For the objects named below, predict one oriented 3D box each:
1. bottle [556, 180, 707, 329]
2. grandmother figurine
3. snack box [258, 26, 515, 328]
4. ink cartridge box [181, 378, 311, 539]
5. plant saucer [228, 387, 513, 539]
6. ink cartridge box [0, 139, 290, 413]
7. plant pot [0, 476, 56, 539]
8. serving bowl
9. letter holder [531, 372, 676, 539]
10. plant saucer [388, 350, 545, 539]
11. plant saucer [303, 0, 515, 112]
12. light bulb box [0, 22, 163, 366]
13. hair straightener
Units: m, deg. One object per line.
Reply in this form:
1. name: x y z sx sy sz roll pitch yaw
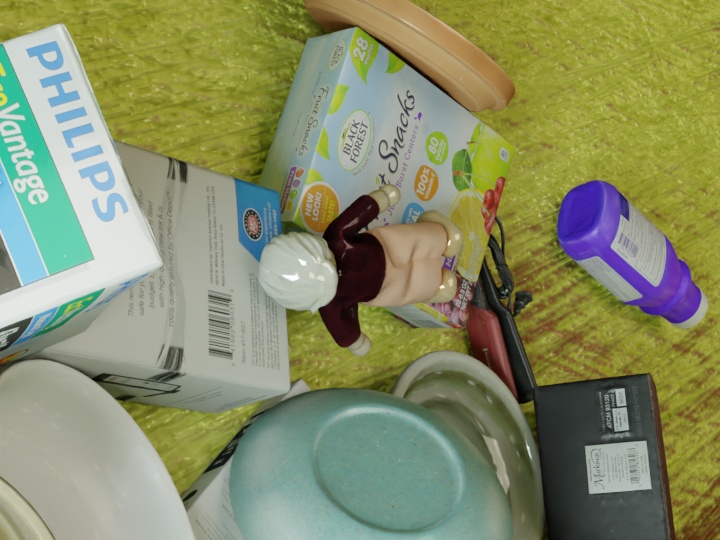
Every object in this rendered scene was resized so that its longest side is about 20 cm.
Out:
1. bottle: 0.278 -0.009 1.411 0.200 0.065 0.084 36 51 -34
2. grandmother figurine: 0.000 0.000 0.985 0.199 0.060 0.122 0 91 -56
3. snack box: 0.021 -0.068 1.115 0.199 0.067 0.170 30 69 -36
4. ink cartridge box: -0.070 0.171 0.957 0.100 0.039 0.200 55 41 -11
5. plant saucer: 0.013 0.142 0.930 0.199 0.039 0.202 11 40 -10
6. ink cartridge box: -0.146 0.005 0.908 0.199 0.084 0.147 16 64 -44
7. plant pot: -0.248 0.165 0.633 0.199 0.173 0.202 1 88 -30
8. serving bowl: -0.169 0.153 0.784 0.201 0.065 0.201 55 18 -27
9. letter holder: 0.216 0.202 1.190 0.142 0.100 0.202 38 46 -68
10. plant saucer: 0.071 0.166 1.114 0.199 0.050 0.202 22 59 -43
11. plant saucer: 0.032 -0.182 1.127 0.200 0.200 0.032 31 90 -37
12. light bulb box: -0.226 -0.005 0.678 0.199 0.198 0.126 -23 88 -24
13. hair straightener: 0.115 0.023 1.242 0.077 0.041 0.201 -9 77 -50
